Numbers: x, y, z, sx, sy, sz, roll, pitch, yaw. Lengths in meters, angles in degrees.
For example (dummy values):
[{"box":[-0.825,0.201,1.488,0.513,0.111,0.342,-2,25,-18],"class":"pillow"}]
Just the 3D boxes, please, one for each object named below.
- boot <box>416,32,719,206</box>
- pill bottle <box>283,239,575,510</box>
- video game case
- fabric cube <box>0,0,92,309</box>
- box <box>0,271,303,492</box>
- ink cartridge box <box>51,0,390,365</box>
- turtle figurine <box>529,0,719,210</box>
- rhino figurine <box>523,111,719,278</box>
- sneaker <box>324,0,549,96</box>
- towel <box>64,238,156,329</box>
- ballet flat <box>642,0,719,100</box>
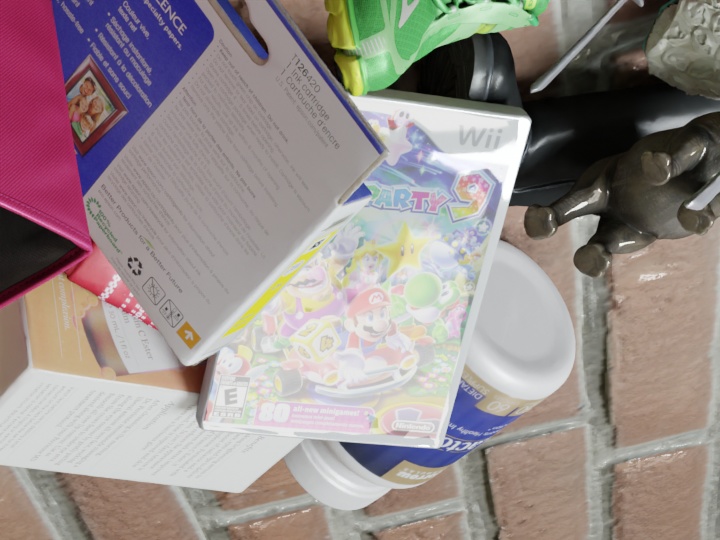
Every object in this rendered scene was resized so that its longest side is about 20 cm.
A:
[{"box":[0.132,-0.088,1.208,0.198,0.066,0.165,-2,155,-14],"class":"boot"},{"box":[0.037,0.073,1.397,0.115,0.116,0.200,13,142,-37],"class":"pill bottle"},{"box":[0.000,0.000,1.134,0.142,0.018,0.201,6,114,-19],"class":"video game case"},{"box":[-0.262,-0.081,0.935,0.195,0.201,0.200,-27,148,25],"class":"fabric cube"},{"box":[-0.134,0.028,1.217,0.199,0.153,0.106,10,143,-36],"class":"box"},{"box":[-0.084,-0.084,1.015,0.047,0.198,0.200,-28,169,-47],"class":"ink cartridge box"},{"box":[0.200,-0.131,1.092,0.193,0.202,0.144,1,-178,-30],"class":"turtle figurine"},{"box":[0.186,-0.053,1.137,0.199,0.060,0.087,-22,-176,43],"class":"rhino figurine"},{"box":[0.043,-0.141,0.985,0.083,0.200,0.075,2,118,27],"class":"sneaker"},{"box":[-0.046,-0.013,1.160,0.199,0.022,0.145,30,90,-21],"class":"towel"},{"box":[0.254,-0.121,1.192,0.199,0.072,0.072,2,148,-31],"class":"ballet flat"}]
